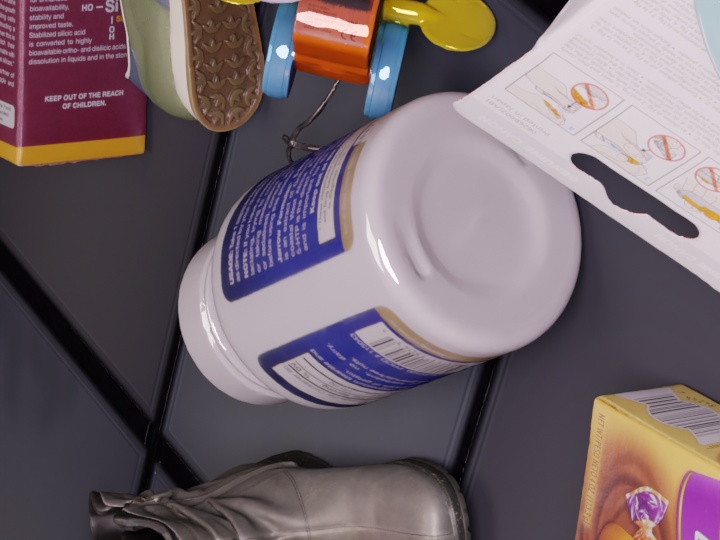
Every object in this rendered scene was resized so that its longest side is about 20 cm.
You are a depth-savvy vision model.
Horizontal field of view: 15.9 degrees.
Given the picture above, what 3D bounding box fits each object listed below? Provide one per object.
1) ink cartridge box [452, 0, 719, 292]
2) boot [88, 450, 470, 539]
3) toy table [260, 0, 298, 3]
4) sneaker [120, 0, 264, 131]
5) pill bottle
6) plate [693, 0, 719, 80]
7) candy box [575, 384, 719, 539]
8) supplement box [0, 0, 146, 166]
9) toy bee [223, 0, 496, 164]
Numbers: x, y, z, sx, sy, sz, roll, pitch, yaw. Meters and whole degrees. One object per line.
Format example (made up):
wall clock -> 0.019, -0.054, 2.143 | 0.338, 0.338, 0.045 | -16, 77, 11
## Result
ink cartridge box -> 0.151, -0.069, 0.955 | 0.200, 0.162, 0.050 | -33, 28, 58
boot -> -0.045, 0.134, 1.284 | 0.200, 0.130, 0.068 | 1, 98, 55
toy table -> -0.027, -0.218, 1.126 | 0.117, 0.183, 0.200 | 57, -168, -26
sneaker -> -0.098, -0.178, 1.353 | 0.090, 0.067, 0.201 | 17, 112, 50
pill bottle -> 0.000, 0.000, 1.203 | 0.200, 0.119, 0.120 | -23, 78, 54
plate -> 0.208, -0.094, 0.839 | 0.026, 0.199, 0.201 | -81, 10, -55
candy box -> 0.168, 0.136, 1.044 | 0.200, 0.056, 0.117 | 28, 118, 48
supplement box -> -0.180, -0.171, 1.458 | 0.110, 0.085, 0.201 | 24, 116, 51
toy bee -> -0.013, -0.126, 1.211 | 0.200, 0.130, 0.109 | 158, 127, -65
